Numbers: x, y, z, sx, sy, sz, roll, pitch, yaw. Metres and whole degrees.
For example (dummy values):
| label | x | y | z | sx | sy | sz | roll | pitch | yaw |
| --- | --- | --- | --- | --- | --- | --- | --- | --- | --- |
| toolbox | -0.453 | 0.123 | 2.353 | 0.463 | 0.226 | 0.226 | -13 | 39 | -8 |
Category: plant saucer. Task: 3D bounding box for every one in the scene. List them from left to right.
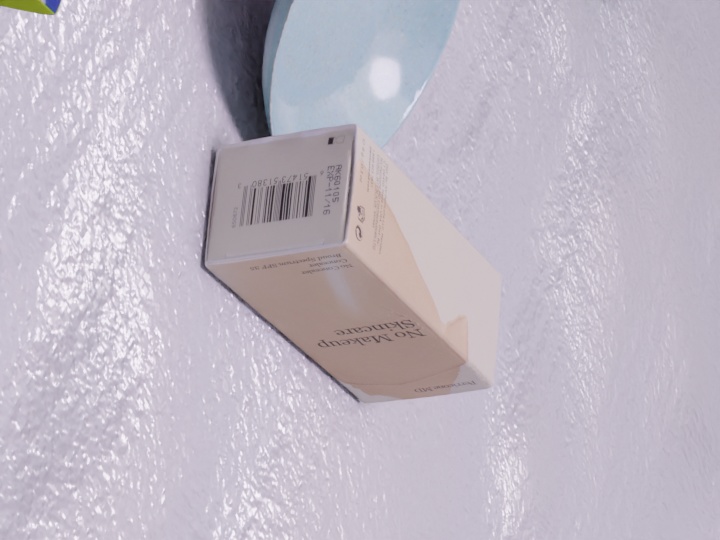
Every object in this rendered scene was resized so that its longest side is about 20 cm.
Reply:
| label | x | y | z | sx | sy | sz | roll | pitch | yaw |
| --- | --- | --- | --- | --- | --- | --- | --- | --- | --- |
| plant saucer | -0.007 | -0.149 | 1.537 | 0.201 | 0.039 | 0.201 | -44 | 148 | -37 |

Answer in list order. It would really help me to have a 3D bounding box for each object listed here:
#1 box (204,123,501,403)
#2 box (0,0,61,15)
| label | x | y | z | sx | sy | sz | roll | pitch | yaw |
| --- | --- | --- | --- | --- | --- | --- | --- | --- | --- |
| box | 0.000 | 0.000 | 1.500 | 0.200 | 0.095 | 0.078 | 42 | 46 | -51 |
| box | -0.165 | -0.197 | 1.184 | 0.200 | 0.048 | 0.122 | 44 | 61 | -72 |
